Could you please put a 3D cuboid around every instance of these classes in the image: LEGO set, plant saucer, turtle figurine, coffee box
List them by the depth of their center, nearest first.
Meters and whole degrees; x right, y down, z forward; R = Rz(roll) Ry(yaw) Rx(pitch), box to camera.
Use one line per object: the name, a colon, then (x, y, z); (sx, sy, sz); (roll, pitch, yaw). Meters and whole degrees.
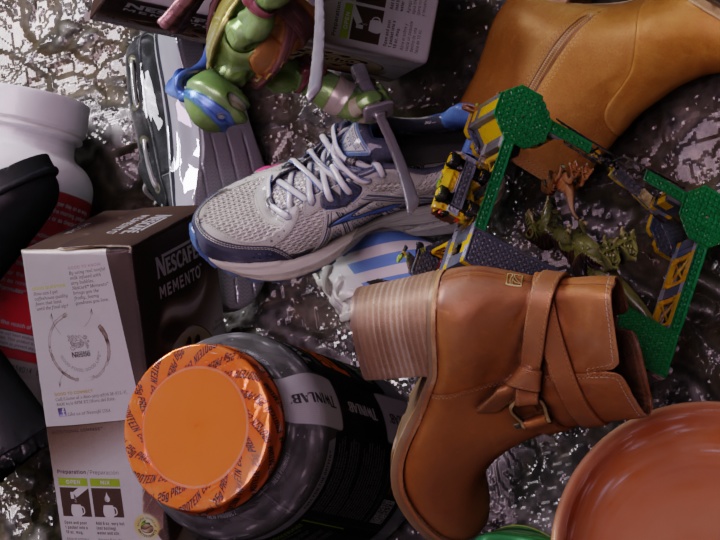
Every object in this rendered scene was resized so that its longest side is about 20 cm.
plant saucer: (0.203, 0.172, 1.519); (0.198, 0.038, 0.202); (3, 64, -5)
turtle figurine: (-0.003, -0.148, 1.524); (0.199, 0.144, 0.195); (11, 70, 52)
LEGO set: (0.109, -0.009, 1.583); (0.116, 0.199, 0.155); (-26, 48, 61)
coffee box: (-0.059, -0.179, 1.652); (0.198, 0.113, 0.080); (11, 86, -11)
coffee box: (-0.137, 0.069, 1.661); (0.079, 0.113, 0.202); (-1, 104, 24)

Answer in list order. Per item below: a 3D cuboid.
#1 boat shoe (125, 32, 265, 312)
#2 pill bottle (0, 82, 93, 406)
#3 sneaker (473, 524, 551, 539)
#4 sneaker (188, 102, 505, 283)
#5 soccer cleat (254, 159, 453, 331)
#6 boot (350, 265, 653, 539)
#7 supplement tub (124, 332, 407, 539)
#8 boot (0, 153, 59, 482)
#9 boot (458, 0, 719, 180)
boat shoe: (-0.107, -0.066, 1.744); (0.071, 0.072, 0.202); (-21, 72, 44)
pill bottle: (-0.238, -0.017, 1.763); (0.112, 0.112, 0.202); (8, 84, 26)
sneaker: (0.142, 0.209, 1.559); (0.199, 0.083, 0.075); (23, 90, 26)
sneaker: (-0.009, -0.059, 1.610); (0.199, 0.085, 0.077); (-17, 56, -12)
soccer cleat: (0.000, 0.000, 1.667); (0.199, 0.070, 0.087); (26, 75, 25)
boot: (0.090, 0.081, 1.511); (0.154, 0.201, 0.074); (-4, 44, 18)
supplement tub: (-0.052, 0.105, 1.604); (0.122, 0.200, 0.124); (-5, 78, 23)
boot: (-0.238, 0.043, 1.665); (0.198, 0.073, 0.163); (-32, 85, 3)
boot: (0.162, -0.108, 1.626); (0.200, 0.071, 0.145); (29, 100, 29)
